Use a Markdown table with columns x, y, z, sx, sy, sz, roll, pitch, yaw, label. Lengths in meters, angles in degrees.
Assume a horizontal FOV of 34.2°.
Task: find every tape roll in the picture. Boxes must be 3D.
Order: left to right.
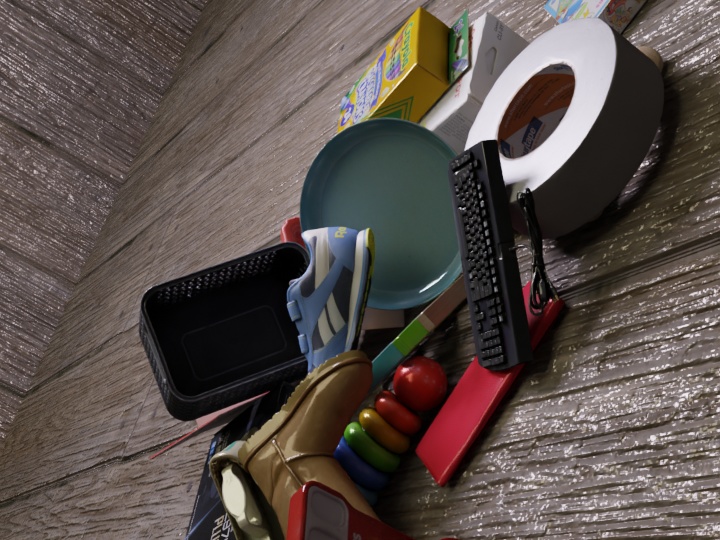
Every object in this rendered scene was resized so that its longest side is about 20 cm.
| x | y | z | sx | sy | sz | roll | pitch | yaw | label |
| --- | --- | --- | --- | --- | --- | --- | --- | --- | --- |
| 0.184 | -0.132 | 1.085 | 0.200 | 0.066 | 0.201 | -41 | 32 | 33 | tape roll |

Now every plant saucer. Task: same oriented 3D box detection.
| x | y | z | sx | sy | sz | roll | pitch | yaw | label |
| --- | --- | --- | --- | --- | --- | --- | --- | --- | --- |
| 0.031 | -0.060 | 1.234 | 0.201 | 0.200 | 0.027 | -52 | -11 | 20 | plant saucer |

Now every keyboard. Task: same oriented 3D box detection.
| x | y | z | sx | sy | sz | roll | pitch | yaw | label |
| --- | --- | --- | --- | --- | --- | --- | --- | --- | --- |
| 0.122 | -0.016 | 1.030 | 0.127 | 0.020 | 0.202 | -24 | 73 | 58 | keyboard |

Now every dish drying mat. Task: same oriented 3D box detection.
| x | y | z | sx | sy | sz | roll | pitch | yaw | label |
| --- | --- | --- | --- | --- | --- | --- | --- | --- | --- |
| 0.118 | 0.101 | 1.075 | 0.201 | 0.018 | 0.077 | -58 | 22 | 7 | dish drying mat |

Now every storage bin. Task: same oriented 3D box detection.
| x | y | z | sx | sy | sz | roll | pitch | yaw | label |
| --- | --- | --- | --- | --- | --- | --- | --- | --- | --- |
| -0.137 | 0.068 | 1.305 | 0.094 | 0.198 | 0.136 | 119 | 129 | -68 | storage bin |

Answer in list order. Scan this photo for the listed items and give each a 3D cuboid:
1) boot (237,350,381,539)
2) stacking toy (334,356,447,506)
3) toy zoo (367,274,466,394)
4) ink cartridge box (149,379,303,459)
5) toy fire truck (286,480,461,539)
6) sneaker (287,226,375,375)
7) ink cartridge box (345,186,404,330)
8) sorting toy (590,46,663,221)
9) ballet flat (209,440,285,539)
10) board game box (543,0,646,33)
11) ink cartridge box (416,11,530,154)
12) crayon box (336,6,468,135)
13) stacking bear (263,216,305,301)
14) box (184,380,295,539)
| x | y | z | sx | sy | sz | roll | pitch | yaw | label |
| --- | --- | --- | --- | --- | --- | --- | --- | --- | --- |
| -0.009 | 0.201 | 1.075 | 0.175 | 0.066 | 0.201 | -47 | 56 | 16 | boot |
| 0.012 | 0.168 | 1.151 | 0.201 | 0.085 | 0.085 | -54 | 22 | 4 | stacking toy |
| 0.031 | 0.091 | 1.194 | 0.200 | 0.020 | 0.131 | -48 | -6 | 30 | toy zoo |
| -0.158 | 0.159 | 1.443 | 0.175 | 0.045 | 0.200 | -20 | -9 | -40 | ink cartridge box |
| 0.007 | 0.275 | 0.894 | 0.112 | 0.167 | 0.201 | -44 | 26 | 34 | toy fire truck |
| -0.039 | 0.050 | 1.211 | 0.074 | 0.081 | 0.202 | 41 | -120 | -85 | sneaker |
| 0.000 | 0.000 | 1.336 | 0.115 | 0.067 | 0.202 | -158 | 66 | -69 | ink cartridge box |
| 0.202 | -0.124 | 1.161 | 0.199 | 0.036 | 0.187 | 2 | 65 | 61 | sorting toy |
| -0.097 | 0.263 | 1.143 | 0.069 | 0.069 | 0.201 | -39 | 69 | 42 | ballet flat |
| 0.284 | -0.333 | 1.235 | 0.201 | 0.034 | 0.135 | -53 | 22 | 18 | board game box |
| 0.107 | -0.182 | 1.370 | 0.200 | 0.083 | 0.146 | -37 | 31 | 48 | ink cartridge box |
| 0.046 | -0.218 | 1.368 | 0.200 | 0.051 | 0.126 | -45 | 25 | 35 | crayon box |
| -0.093 | 0.045 | 1.500 | 0.200 | 0.113 | 0.122 | -51 | 17 | 50 | stacking bear |
| -0.114 | 0.254 | 1.306 | 0.164 | 0.086 | 0.201 | -38 | 30 | 43 | box |
